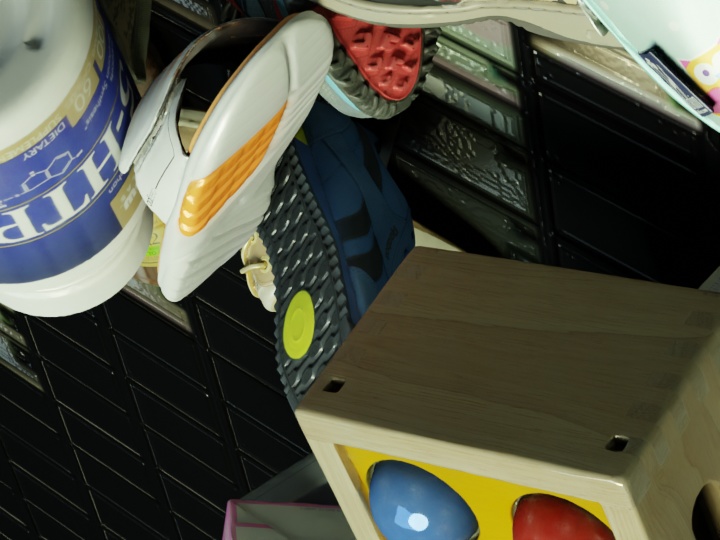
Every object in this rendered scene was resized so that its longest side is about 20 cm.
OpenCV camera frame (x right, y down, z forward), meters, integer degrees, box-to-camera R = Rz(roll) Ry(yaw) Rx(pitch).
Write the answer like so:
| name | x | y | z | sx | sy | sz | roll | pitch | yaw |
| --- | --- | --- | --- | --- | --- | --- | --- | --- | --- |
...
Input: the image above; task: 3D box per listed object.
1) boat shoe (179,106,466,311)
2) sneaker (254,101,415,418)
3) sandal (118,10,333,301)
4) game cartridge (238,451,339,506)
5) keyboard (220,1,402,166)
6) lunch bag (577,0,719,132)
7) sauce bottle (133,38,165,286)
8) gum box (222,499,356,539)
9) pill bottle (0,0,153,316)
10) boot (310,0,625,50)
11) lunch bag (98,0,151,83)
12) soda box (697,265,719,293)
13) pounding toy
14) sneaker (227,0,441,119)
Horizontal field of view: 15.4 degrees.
| name | x | y | z | sx | sy | sz | roll | pitch | yaw |
| --- | --- | --- | --- | --- | --- | --- | --- | --- | --- |
| boat shoe | -0.025 | -0.010 | 1.285 | 0.200 | 0.069 | 0.074 | 30 | 165 | 14 |
| sneaker | 0.000 | 0.000 | 1.179 | 0.066 | 0.078 | 0.201 | -57 | 33 | 35 |
| sandal | -0.070 | -0.052 | 1.116 | 0.059 | 0.079 | 0.207 | 43 | 151 | 8 |
| game cartridge | 0.005 | 0.172 | 1.471 | 0.042 | 0.133 | 0.200 | 50 | 165 | 49 |
| keyboard | -0.029 | -0.094 | 1.238 | 0.104 | 0.040 | 0.200 | 39 | 153 | 13 |
| lunch bag | 0.134 | -0.137 | 0.828 | 0.160 | 0.077 | 0.200 | 43 | 140 | -8 |
| sauce bottle | -0.124 | -0.080 | 1.379 | 0.065 | 0.065 | 0.200 | 23 | 148 | 40 |
| gum box | 0.022 | 0.189 | 1.392 | 0.066 | 0.199 | 0.114 | -99 | 17 | -55 |
| pill bottle | -0.152 | -0.060 | 1.136 | 0.120 | 0.120 | 0.200 | 36 | 166 | 21 |
| boot | 0.034 | -0.162 | 0.987 | 0.199 | 0.073 | 0.151 | 16 | 142 | 34 |
| lunch bag | -0.187 | -0.170 | 1.180 | 0.163 | 0.118 | 0.200 | -1 | 151 | 9 |
| soda box | 0.226 | 0.040 | 1.013 | 0.200 | 0.063 | 0.068 | 19 | 144 | 44 |
| pounding toy | 0.092 | 0.120 | 1.073 | 0.184 | 0.142 | 0.200 | 10 | 138 | 37 |
| sneaker | -0.039 | -0.151 | 1.134 | 0.200 | 0.079 | 0.095 | 59 | 153 | -4 |
